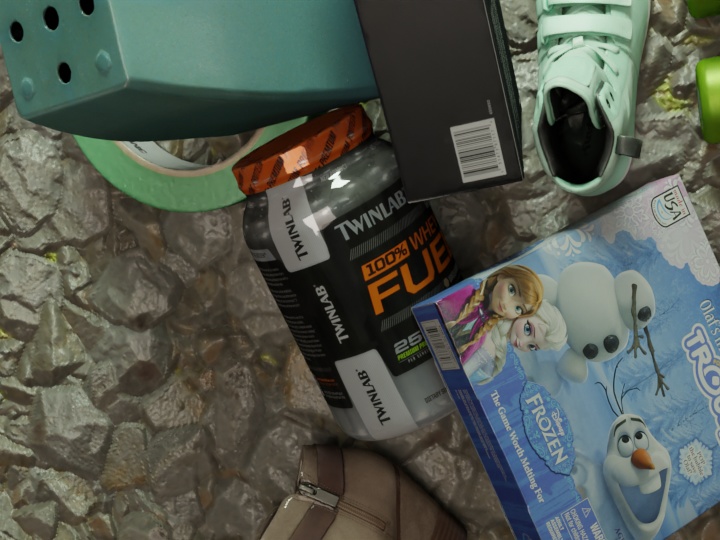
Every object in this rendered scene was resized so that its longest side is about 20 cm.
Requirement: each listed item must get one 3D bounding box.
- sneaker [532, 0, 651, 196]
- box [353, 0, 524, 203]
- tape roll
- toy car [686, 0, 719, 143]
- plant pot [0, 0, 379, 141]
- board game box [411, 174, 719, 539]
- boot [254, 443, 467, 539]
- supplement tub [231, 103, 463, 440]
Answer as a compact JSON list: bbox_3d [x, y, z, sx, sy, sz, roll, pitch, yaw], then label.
[{"bbox_3d":[0.143,-0.145,0.681,0.073,0.118,0.202,-2,98,17],"label":"sneaker"},{"bbox_3d":[0.044,-0.164,0.667,0.078,0.141,0.201,-10,113,15],"label":"box"},{"bbox_3d":[-0.121,-0.144,0.792,0.199,0.048,0.202,3,101,14],"label":"tape roll"},{"bbox_3d":[0.270,-0.142,0.603,0.163,0.200,0.159,-7,98,16],"label":"toy car"},{"bbox_3d":[-0.106,-0.148,0.639,0.140,0.200,0.143,-8,98,35],"label":"plant pot"},{"bbox_3d":[0.160,0.070,0.698,0.198,0.043,0.201,-27,93,-21],"label":"board game box"},{"bbox_3d":[-0.012,0.229,0.781,0.145,0.070,0.201,25,63,-8],"label":"boot"},{"bbox_3d":[0.000,0.000,0.729,0.122,0.123,0.201,-21,106,18],"label":"supplement tub"}]
